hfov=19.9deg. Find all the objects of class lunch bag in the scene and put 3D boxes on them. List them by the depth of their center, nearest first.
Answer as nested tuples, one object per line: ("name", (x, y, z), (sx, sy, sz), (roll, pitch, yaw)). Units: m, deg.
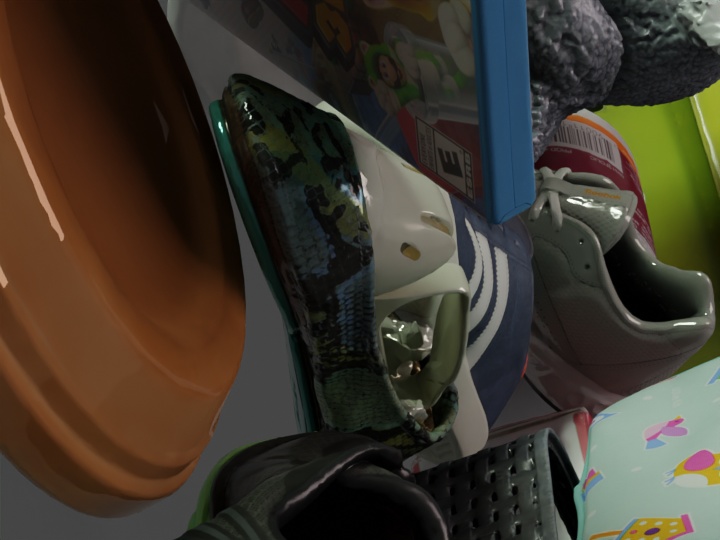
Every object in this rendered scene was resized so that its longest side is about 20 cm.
("lunch bag", (0.153, 0.076, 0.657), (0.200, 0.159, 0.078), (-64, 132, -73))

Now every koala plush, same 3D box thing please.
("koala plush", (0.104, -0.124, 0.970), (0.177, 0.198, 0.186), (-167, -106, -68))

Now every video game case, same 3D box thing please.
("video game case", (-0.023, -0.116, 0.578), (0.200, 0.018, 0.144), (39, -32, 41))

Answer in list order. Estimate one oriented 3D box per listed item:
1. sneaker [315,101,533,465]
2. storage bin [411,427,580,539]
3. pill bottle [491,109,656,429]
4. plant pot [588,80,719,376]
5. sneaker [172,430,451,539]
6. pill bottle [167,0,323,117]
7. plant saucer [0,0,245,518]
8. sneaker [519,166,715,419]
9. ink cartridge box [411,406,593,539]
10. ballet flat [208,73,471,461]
("sneaker", (0.025, -0.011, 0.758), (0.085, 0.074, 0.201), (-54, 154, -26))
("storage bin", (0.045, 0.166, 0.645), (0.201, 0.093, 0.136), (-88, 156, -55))
("pill bottle", (0.093, 0.014, 1.011), (0.201, 0.113, 0.115), (-90, 157, -54))
("plant pot", (0.169, -0.011, 1.211), (0.200, 0.180, 0.201), (44, 30, -60))
("sneaker", (-0.009, 0.085, 0.552), (0.200, 0.083, 0.077), (-40, 110, -76))
("pill bottle", (-0.013, -0.138, 0.795), (0.201, 0.110, 0.111), (-89, 156, -56))
("plant saucer", (-0.078, -0.036, 0.546), (0.200, 0.037, 0.202), (-20, 90, -76))
("sneaker", (0.065, -0.024, 0.849), (0.199, 0.092, 0.076), (36, 48, -12))
("ink cartridge box", (0.100, 0.169, 0.885), (0.200, 0.085, 0.149), (49, 25, -55))
("ballet flat", (0.000, 0.000, 0.647), (0.201, 0.073, 0.075), (79, 0, -59))
